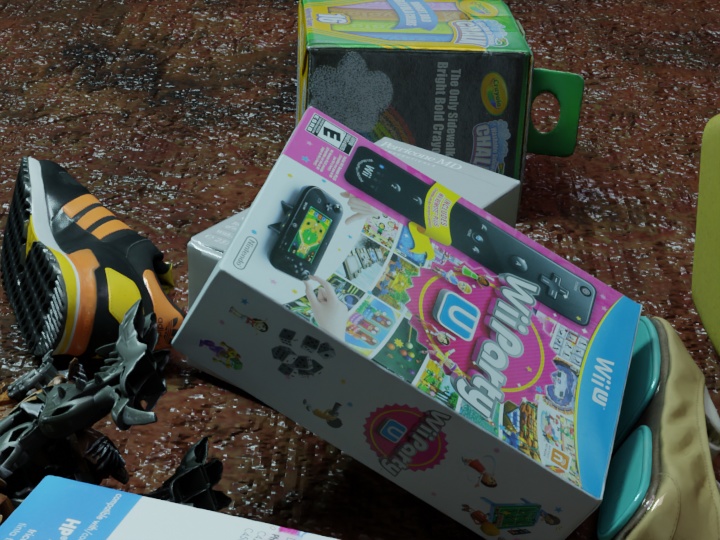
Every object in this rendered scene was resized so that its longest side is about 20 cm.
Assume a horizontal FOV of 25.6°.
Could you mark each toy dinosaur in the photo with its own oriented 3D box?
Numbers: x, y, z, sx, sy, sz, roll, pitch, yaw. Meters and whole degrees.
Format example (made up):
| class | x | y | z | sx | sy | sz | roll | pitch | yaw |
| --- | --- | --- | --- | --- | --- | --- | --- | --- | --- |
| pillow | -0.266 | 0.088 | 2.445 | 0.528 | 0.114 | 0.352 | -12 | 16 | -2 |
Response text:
| class | x | y | z | sx | sy | sz | roll | pitch | yaw |
| --- | --- | --- | --- | --- | --- | --- | --- | --- | --- |
| toy dinosaur | -0.138 | 0.096 | 0.717 | 0.134 | 0.103 | 0.201 | -20 | 40 | 6 |

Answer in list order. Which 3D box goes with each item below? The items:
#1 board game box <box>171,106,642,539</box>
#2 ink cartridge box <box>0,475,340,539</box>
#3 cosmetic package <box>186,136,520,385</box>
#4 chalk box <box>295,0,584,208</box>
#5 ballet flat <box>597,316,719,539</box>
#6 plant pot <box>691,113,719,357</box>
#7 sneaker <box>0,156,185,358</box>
| class | x | y | z | sx | sy | sz | roll | pitch | yaw |
| --- | --- | --- | --- | --- | --- | --- | --- | --- | --- |
| board game box | 0.028 | 0.027 | 0.761 | 0.199 | 0.064 | 0.148 | 32 | 39 | -6 |
| ink cartridge box | -0.033 | 0.155 | 0.547 | 0.198 | 0.117 | 0.067 | 10 | 25 | 15 |
| cosmetic package | 0.000 | 0.000 | 0.909 | 0.106 | 0.091 | 0.200 | 19 | 33 | 26 |
| chalk box | 0.055 | -0.117 | 1.117 | 0.198 | 0.126 | 0.124 | 2 | 26 | -6 |
| ballet flat | 0.151 | 0.093 | 0.783 | 0.063 | 0.069 | 0.200 | 31 | 29 | -5 |
| plant pot | 0.292 | -0.016 | 0.871 | 0.194 | 0.196 | 0.199 | -15 | 25 | -34 |
| sneaker | -0.158 | -0.004 | 0.937 | 0.089 | 0.071 | 0.200 | 9 | 22 | -23 |
